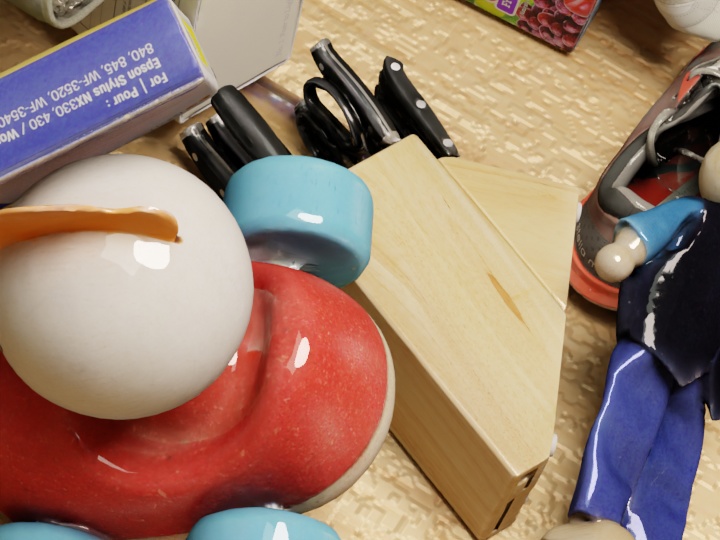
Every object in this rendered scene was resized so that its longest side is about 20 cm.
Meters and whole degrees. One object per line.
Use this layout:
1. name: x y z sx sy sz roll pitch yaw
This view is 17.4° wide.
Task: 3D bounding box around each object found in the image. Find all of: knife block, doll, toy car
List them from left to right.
1. toy car: -0.096 0.019 0.864 0.177 0.200 0.185 -5 60 19
2. knife block: 0.000 0.000 1.004 0.175 0.064 0.200 12 57 -4
3. doll: 0.136 0.035 0.986 0.048 0.136 0.200 4 68 40

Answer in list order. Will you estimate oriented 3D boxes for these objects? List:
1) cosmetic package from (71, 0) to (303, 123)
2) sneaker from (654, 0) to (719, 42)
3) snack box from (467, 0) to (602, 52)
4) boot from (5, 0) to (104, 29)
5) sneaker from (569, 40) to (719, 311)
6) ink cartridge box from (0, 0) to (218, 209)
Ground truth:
1. cosmetic package: -0.116 -0.172 1.048 0.200 0.104 0.073 41 53 20
2. sneaker: 0.185 -0.186 1.119 0.076 0.092 0.200 12 46 39
3. snack box: 0.055 -0.223 1.153 0.200 0.068 0.169 29 56 4
4. boot: -0.191 -0.145 0.986 0.200 0.073 0.182 30 95 21
5. sneaker: 0.168 -0.063 1.068 0.077 0.082 0.200 34 58 9
6. ink cartridge box: -0.150 -0.042 0.885 0.197 0.200 0.047 -26 91 -1
